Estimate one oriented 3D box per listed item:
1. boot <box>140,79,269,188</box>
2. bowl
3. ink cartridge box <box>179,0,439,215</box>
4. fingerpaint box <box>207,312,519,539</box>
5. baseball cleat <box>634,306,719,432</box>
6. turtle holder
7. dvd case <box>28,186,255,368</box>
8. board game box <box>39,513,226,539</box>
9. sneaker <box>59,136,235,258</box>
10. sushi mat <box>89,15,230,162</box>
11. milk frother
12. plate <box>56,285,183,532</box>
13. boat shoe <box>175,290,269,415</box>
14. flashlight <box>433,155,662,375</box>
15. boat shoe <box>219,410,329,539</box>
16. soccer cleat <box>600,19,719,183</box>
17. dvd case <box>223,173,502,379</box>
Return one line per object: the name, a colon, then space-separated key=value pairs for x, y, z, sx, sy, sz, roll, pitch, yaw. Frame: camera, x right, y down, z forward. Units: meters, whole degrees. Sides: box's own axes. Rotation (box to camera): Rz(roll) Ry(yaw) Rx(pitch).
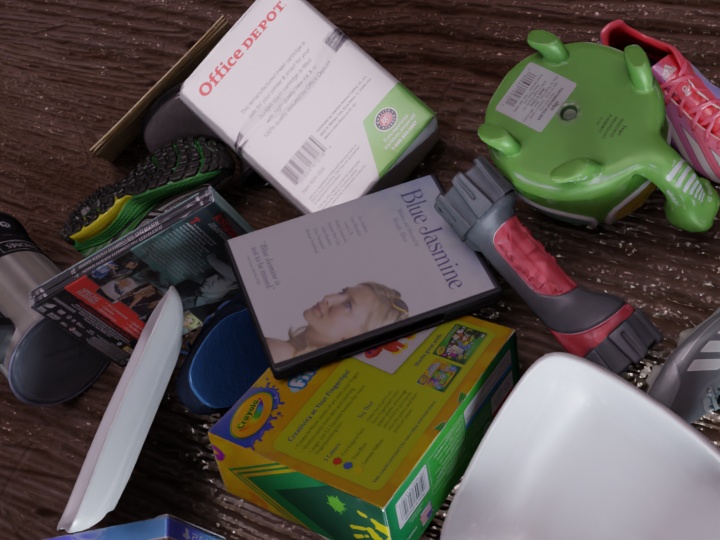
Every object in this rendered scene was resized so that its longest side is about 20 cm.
boot: x=-0.132 y=-0.138 z=1.090 sx=0.198 sy=0.070 sz=0.133 roll=-29 pitch=63 yaw=18
bowl: x=0.171 y=0.178 z=0.750 sx=0.199 sy=0.074 sz=0.202 roll=37 pitch=107 yaw=35
ink cartridge box: x=-0.046 y=-0.143 z=0.995 sx=0.200 sy=0.084 sz=0.146 roll=42 pitch=88 yaw=12
fingerpaint box: x=0.008 y=0.112 z=0.842 sx=0.165 sy=0.074 sz=0.200 roll=16 pitch=45 yaw=31
baseball cleat: x=0.289 y=0.063 z=0.775 sx=0.201 sy=0.070 sz=0.106 roll=-49 pitch=55 yaw=-1
turtle holder: x=0.196 y=-0.103 z=0.865 sx=0.182 sy=0.132 sz=0.143 roll=1 pitch=65 yaw=26
dvd case: x=-0.182 y=0.012 z=0.990 sx=0.198 sy=0.146 sz=0.022 roll=-28 pitch=54 yaw=12
board game box: x=-0.200 y=0.321 z=0.878 sx=0.157 sy=0.097 sz=0.203 roll=-14 pitch=61 yaw=20
sneaker: x=-0.203 y=-0.064 z=1.078 sx=0.198 sy=0.085 sz=0.079 roll=-27 pitch=33 yaw=22
sushi mat: x=-0.210 y=-0.190 z=1.144 sx=0.012 sy=0.096 sz=0.200 roll=44 pitch=90 yaw=-4
milk frother: x=-0.373 y=0.078 z=1.079 sx=0.187 sy=0.179 sz=0.203 roll=37 pitch=128 yaw=35
plate: x=-0.198 y=0.126 z=0.901 sx=0.032 sy=0.199 sz=0.203 roll=23 pitch=71 yaw=-11
boat shoe: x=-0.106 y=0.068 z=0.938 sx=0.068 sy=0.200 sz=0.085 roll=-24 pitch=101 yaw=32
flashlight: x=0.145 y=-0.002 z=0.835 sx=0.067 sy=0.068 sz=0.201 roll=-38 pitch=80 yaw=-7
boat shoe: x=-0.070 y=0.144 z=0.919 sx=0.072 sy=0.068 sz=0.200 roll=-47 pitch=52 yaw=1
soccer cleat: x=0.270 y=-0.135 z=0.876 sx=0.067 sy=0.076 sz=0.200 roll=-44 pitch=55 yaw=1
dvd case: x=0.000 y=0.000 z=0.882 sx=0.197 sy=0.018 sz=0.144 roll=-18 pitch=52 yaw=-12
